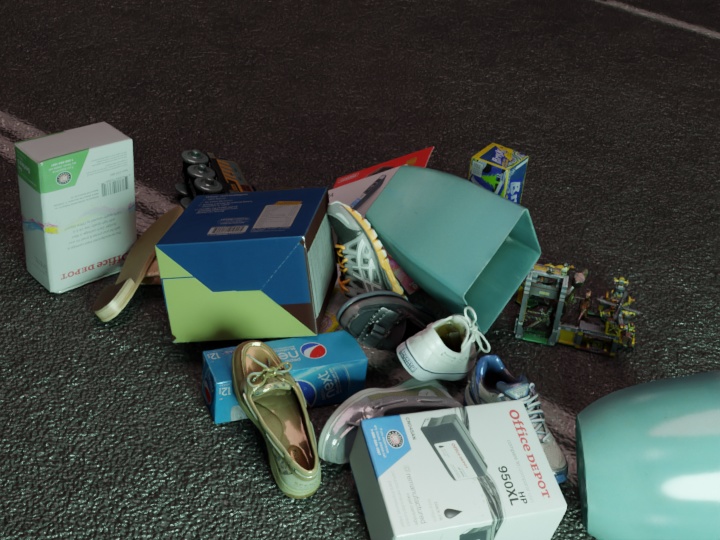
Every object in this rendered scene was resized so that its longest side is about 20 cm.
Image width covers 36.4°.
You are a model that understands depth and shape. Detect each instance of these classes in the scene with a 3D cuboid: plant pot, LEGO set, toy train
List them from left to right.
[{"bbox_3d":[-0.228,-0.127,1.750,0.112,0.086,0.201,6,27,-24],"label":"toy train"},{"bbox_3d":[0.115,-0.043,1.463,0.199,0.142,0.142,33,80,28],"label":"plant pot"},{"bbox_3d":[0.303,0.029,1.540,0.197,0.118,0.154,16,33,16],"label":"LEGO set"},{"bbox_3d":[0.316,0.215,1.181,0.158,0.204,0.202,-5,30,7],"label":"plant pot"}]

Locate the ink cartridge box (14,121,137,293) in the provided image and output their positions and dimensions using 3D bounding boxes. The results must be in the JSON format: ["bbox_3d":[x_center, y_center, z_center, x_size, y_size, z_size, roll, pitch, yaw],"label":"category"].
[{"bbox_3d":[-0.396,-0.089,1.538,0.144,0.203,0.087,-22,37,-37],"label":"ink cartridge box"}]

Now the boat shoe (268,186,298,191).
[{"bbox_3d":[-0.140,-0.058,1.656,0.071,0.067,0.201,11,35,17],"label":"boat shoe"}]

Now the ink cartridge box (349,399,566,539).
[{"bbox_3d":[0.102,0.230,1.184,0.196,0.085,0.146,-5,50,-18],"label":"ink cartridge box"}]

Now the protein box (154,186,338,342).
[{"bbox_3d":[-0.143,-0.012,1.455,0.195,0.137,0.201,-3,21,9],"label":"protein box"}]

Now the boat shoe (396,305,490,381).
[{"bbox_3d":[0.119,0.085,1.373,0.075,0.086,0.201,55,20,18],"label":"boat shoe"}]

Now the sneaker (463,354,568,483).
[{"bbox_3d":[0.184,0.176,1.315,0.076,0.086,0.200,-10,35,-24],"label":"sneaker"}]

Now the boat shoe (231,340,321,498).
[{"bbox_3d":[-0.091,0.158,1.253,0.072,0.063,0.202,-17,62,-24],"label":"boat shoe"}]

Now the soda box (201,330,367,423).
[{"bbox_3d":[-0.095,0.131,1.361,0.197,0.065,0.068,-8,34,-21],"label":"soda box"}]

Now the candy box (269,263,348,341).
[{"bbox_3d":[-0.056,0.050,1.536,0.101,0.027,0.200,23,36,22],"label":"candy box"}]

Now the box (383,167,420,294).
[{"bbox_3d":[0.076,-0.071,1.655,0.102,0.095,0.201,-31,31,9],"label":"box"}]

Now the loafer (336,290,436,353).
[{"bbox_3d":[0.049,0.075,1.416,0.199,0.072,0.063,15,33,-53],"label":"loafer"}]

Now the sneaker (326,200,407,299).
[{"bbox_3d":[0.000,0.000,1.483,0.076,0.202,0.078,-28,8,-7],"label":"sneaker"}]

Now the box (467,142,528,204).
[{"bbox_3d":[0.192,-0.079,1.618,0.064,0.203,0.070,24,36,26],"label":"box"}]

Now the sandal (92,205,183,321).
[{"bbox_3d":[-0.295,0.006,1.542,0.077,0.070,0.213,-14,35,40],"label":"sandal"}]

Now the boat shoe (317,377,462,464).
[{"bbox_3d":[0.036,0.181,1.296,0.200,0.076,0.064,-13,31,-40],"label":"boat shoe"}]

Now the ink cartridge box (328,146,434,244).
[{"bbox_3d":[0.003,-0.118,1.658,0.198,0.045,0.178,-15,40,36],"label":"ink cartridge box"}]
